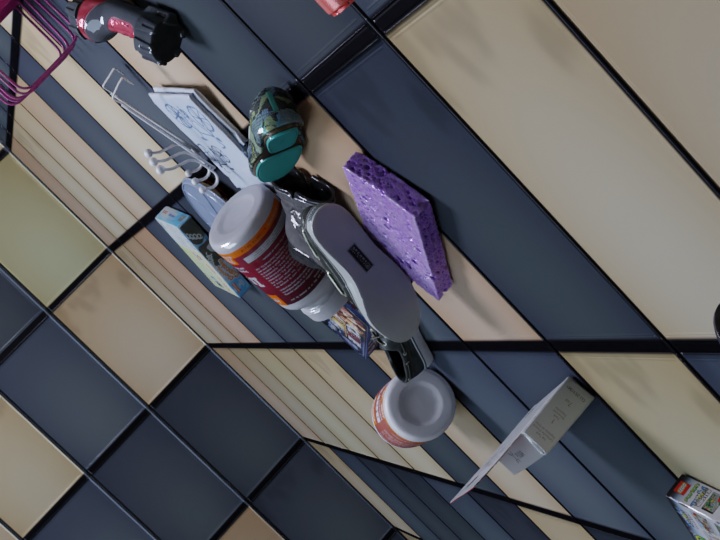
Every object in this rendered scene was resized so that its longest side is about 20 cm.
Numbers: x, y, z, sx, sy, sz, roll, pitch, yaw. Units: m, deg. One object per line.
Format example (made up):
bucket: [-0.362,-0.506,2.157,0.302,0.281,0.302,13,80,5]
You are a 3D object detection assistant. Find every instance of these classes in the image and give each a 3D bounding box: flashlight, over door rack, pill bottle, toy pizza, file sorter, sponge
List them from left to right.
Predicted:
file sorter: [-0.526,-0.344,1.831,0.125,0.139,0.200,44,166,-17]
flashlight: [-0.290,-0.297,1.466,0.200,0.068,0.068,30,160,43]
over door rack: [-0.298,-0.194,1.713,0.200,0.067,0.148,46,178,-23]
toy pizza: [-0.210,-0.084,1.933,0.200,0.032,0.200,39,165,12]
pill bottle: [-0.105,-0.018,1.651,0.200,0.113,0.113,42,168,-30]
sponge: [0.045,-0.048,1.356,0.111,0.030,0.200,37,165,26]
pill bottle: [0.077,0.221,1.869,0.112,0.112,0.200,42,165,3]

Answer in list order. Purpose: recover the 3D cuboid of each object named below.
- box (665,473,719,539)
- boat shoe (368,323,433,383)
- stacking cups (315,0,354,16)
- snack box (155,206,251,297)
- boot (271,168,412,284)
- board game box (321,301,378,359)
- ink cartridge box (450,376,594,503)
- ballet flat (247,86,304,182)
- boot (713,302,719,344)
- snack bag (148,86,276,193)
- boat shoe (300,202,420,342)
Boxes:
box: [0.433,0.320,1.355,0.110,0.035,0.200,24,156,53]
boat shoe: [0.046,0.091,1.693,0.069,0.057,0.200,29,160,43]
stacking cups: [-0.073,-0.290,0.943,0.200,0.061,0.060,43,166,-15]
snack box: [-0.305,-0.036,2.314,0.200,0.037,0.116,52,164,-30]
boot: [-0.029,-0.045,1.496,0.199,0.070,0.132,22,144,28]
board game box: [-0.029,0.059,1.851,0.135,0.035,0.200,40,165,12]
ink cartridge box: [0.191,0.220,1.436,0.044,0.174,0.200,41,166,8]
ballet flat: [-0.102,-0.162,1.386,0.074,0.074,0.200,43,164,1]
boot: [0.347,0.102,0.963,0.188,0.069,0.200,33,171,9]
snack bag: [-0.196,-0.179,1.646,0.200,0.021,0.188,47,166,-24]
boat shoe: [0.000,0.000,1.432,0.200,0.071,0.064,55,163,-16]
